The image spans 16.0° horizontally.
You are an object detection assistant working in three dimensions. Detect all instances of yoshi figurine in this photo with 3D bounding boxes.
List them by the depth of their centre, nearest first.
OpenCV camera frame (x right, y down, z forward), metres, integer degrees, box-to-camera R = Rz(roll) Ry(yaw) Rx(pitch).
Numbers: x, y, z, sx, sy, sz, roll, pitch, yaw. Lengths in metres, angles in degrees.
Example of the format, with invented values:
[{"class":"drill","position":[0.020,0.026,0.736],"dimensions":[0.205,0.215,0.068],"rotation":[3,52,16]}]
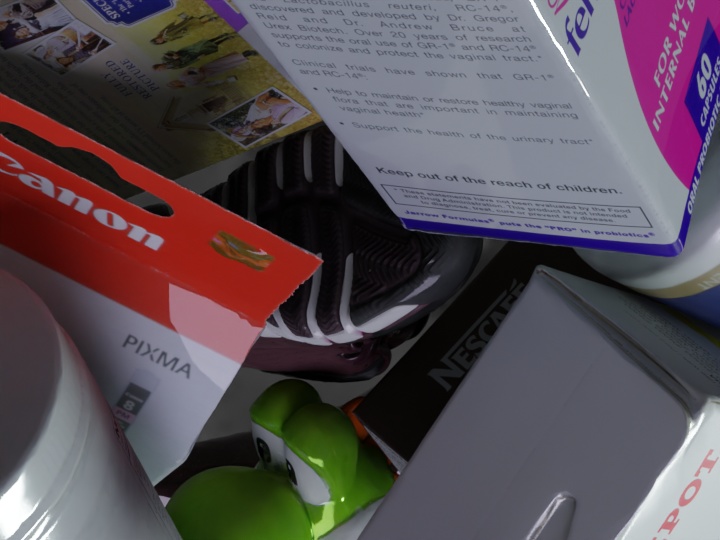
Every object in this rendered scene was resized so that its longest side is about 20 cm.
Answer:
[{"class":"yoshi figurine","position":[-0.030,0.134,1.014],"dimensions":[0.112,0.112,0.201],"rotation":[3,131,17]}]

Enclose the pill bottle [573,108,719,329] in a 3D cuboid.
[{"class":"pill bottle","position":[0.172,-0.019,0.896],"dimensions":[0.199,0.112,0.111],"rotation":[23,139,-35]}]

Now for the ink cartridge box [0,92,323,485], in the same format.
[{"class":"ink cartridge box","position":[-0.117,0.007,0.862],"dimensions":[0.162,0.057,0.200],"rotation":[27,161,-9]}]

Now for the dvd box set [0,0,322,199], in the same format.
[{"class":"dvd box set","position":[-0.085,-0.079,0.850],"dimensions":[0.199,0.030,0.146],"rotation":[-21,144,23]}]

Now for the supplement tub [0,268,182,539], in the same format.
[{"class":"supplement tub","position":[-0.124,0.107,0.860],"dimensions":[0.131,0.133,0.201],"rotation":[-11,137,12]}]

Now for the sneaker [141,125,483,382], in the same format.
[{"class":"sneaker","position":[0.000,0.000,0.938],"dimensions":[0.115,0.076,0.199],"rotation":[14,166,-39]}]

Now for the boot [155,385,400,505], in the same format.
[{"class":"boot","position":[-0.065,0.098,1.089],"dimensions":[0.165,0.073,0.200],"rotation":[7,150,-20]}]

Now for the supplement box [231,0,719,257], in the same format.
[{"class":"supplement box","position":[0.032,-0.097,0.741],"dimensions":[0.103,0.102,0.200],"rotation":[6,156,30]}]

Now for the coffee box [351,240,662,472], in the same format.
[{"class":"coffee box","position":[0.090,0.076,1.011],"dimensions":[0.114,0.080,0.200],"rotation":[-47,148,-8]}]

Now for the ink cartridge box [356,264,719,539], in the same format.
[{"class":"ink cartridge box","position":[0.099,0.091,0.885],"dimensions":[0.200,0.083,0.146],"rotation":[16,110,-54]}]
